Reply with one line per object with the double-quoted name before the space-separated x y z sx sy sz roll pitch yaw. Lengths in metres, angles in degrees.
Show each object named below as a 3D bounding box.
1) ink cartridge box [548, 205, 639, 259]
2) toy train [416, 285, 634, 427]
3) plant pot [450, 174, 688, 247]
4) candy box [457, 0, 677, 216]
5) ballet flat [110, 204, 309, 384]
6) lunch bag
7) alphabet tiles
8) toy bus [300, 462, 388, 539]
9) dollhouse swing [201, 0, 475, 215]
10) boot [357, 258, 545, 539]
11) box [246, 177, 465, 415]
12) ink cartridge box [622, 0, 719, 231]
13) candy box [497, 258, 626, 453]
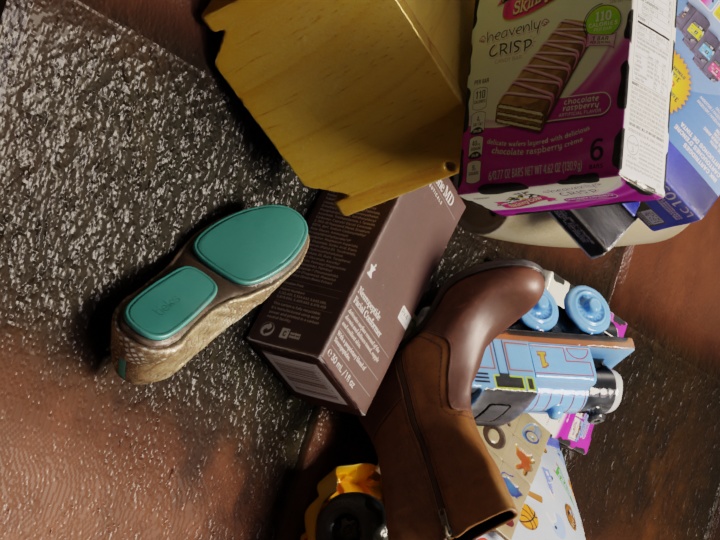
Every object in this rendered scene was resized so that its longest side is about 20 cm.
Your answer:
"ink cartridge box" 0.187 -0.148 1.621 0.198 0.047 0.200 45 70 -9
"toy train" 0.139 0.073 1.683 0.199 0.087 0.115 6 60 -30
"plant pot" 0.166 -0.096 1.709 0.200 0.187 0.188 -15 116 -39
"candy box" 0.143 -0.146 1.369 0.061 0.136 0.201 22 69 -47
"ballet flat" -0.110 0.017 1.397 0.200 0.070 0.065 -34 158 -45
"lunch bag" 0.113 0.226 1.727 0.200 0.124 0.171 27 43 -65
"alphabet tiles" 0.081 0.129 1.665 0.166 0.006 0.200 41 42 -12
"toy bus" -0.006 0.281 1.591 0.192 0.200 0.136 -39 155 20
"dollhouse swing" 0.014 -0.189 1.441 0.200 0.181 0.176 53 28 -35
"boot" 0.081 0.104 1.524 0.069 0.188 0.200 49 18 -45
"box" 0.000 0.000 1.548 0.200 0.075 0.100 -65 148 -21
"ink cartridge box" 0.241 -0.127 1.575 0.136 0.076 0.200 44 68 -14
"candy box" 0.169 0.083 1.858 0.200 0.061 0.137 31 76 -59
